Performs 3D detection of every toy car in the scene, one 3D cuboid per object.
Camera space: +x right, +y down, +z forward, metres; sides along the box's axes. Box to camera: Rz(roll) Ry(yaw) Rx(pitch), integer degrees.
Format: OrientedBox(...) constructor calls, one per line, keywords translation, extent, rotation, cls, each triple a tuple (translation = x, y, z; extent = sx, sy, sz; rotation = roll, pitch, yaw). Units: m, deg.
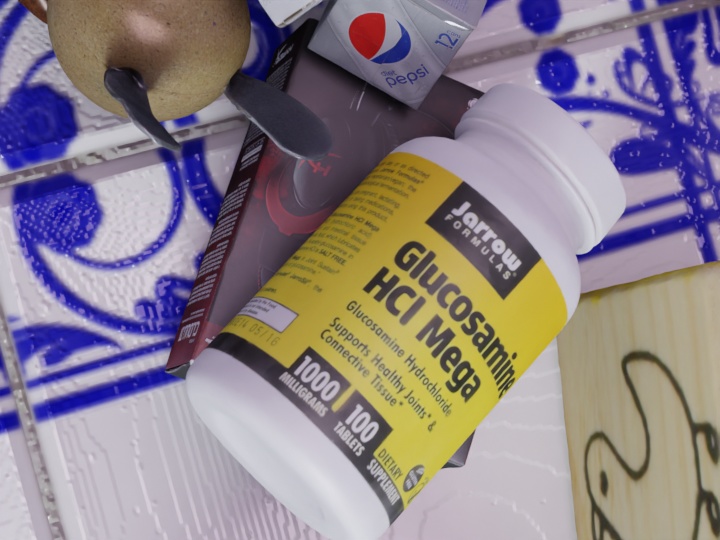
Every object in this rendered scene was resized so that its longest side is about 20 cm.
OrientedBox(translation=(-0.089, -0.131, 0.783), extent=(0.163, 0.158, 0.201), rotation=(-1, 53, -41), cls="toy car")

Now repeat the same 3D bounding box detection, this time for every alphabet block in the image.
OrientedBox(translation=(0.224, 0.098, 0.876), extent=(0.194, 0.195, 0.203), rotation=(-4, 84, -18), cls="alphabet block")

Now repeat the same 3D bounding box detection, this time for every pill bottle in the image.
OrientedBox(translation=(0.025, 0.015, 0.788), extent=(0.112, 0.112, 0.200), rotation=(45, 74, -7), cls="pill bottle")

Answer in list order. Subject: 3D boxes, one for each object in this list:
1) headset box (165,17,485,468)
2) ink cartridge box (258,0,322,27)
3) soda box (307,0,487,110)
OrientedBox(translation=(0.000, 0.000, 0.882), extent=(0.147, 0.075, 0.202), rotation=(22, 78, -13), cls="headset box")
OrientedBox(translation=(-0.026, -0.238, 0.774), extent=(0.197, 0.047, 0.201), rotation=(-42, 101, -36), cls="ink cartridge box")
OrientedBox(translation=(0.042, -0.178, 0.876), extent=(0.063, 0.068, 0.201), rotation=(28, 52, -8), cls="soda box")
